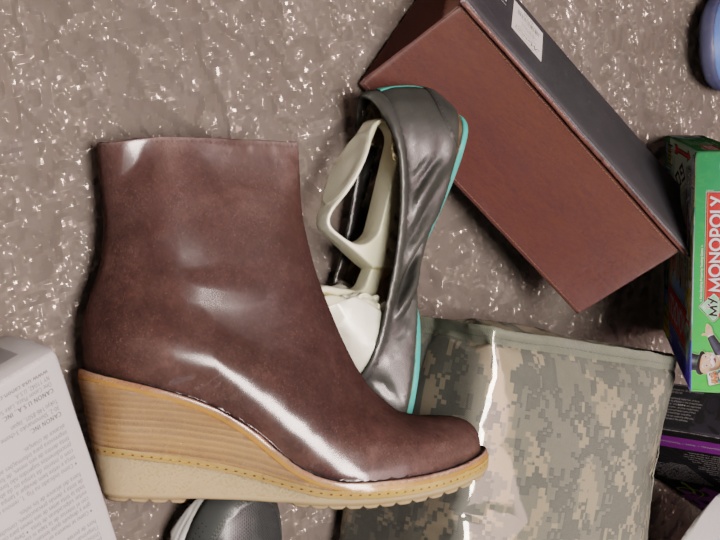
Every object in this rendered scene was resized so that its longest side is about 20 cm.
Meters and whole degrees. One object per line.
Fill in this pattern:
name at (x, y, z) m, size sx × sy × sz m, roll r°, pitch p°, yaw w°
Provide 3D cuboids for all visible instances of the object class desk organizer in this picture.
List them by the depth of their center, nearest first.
desk organizer at (0.094, -0.075, 0.842) m, size 0.200 × 0.077 × 0.072 m, roll 45°, pitch 29°, yaw -22°

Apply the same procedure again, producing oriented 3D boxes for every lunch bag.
lunch bag at (0.094, 0.115, 0.838) m, size 0.199 × 0.117 × 0.166 m, roll 11°, pitch 86°, yaw -40°

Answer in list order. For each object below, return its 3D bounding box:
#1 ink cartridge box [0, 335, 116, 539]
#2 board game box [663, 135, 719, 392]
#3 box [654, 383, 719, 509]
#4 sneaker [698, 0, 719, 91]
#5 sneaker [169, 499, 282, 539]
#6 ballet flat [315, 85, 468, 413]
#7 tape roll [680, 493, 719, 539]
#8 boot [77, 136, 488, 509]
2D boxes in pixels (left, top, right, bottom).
ink cartridge box at (-0.173, 0.152, 0.627) m, size 0.161 × 0.050 × 0.202 m, roll -32°, pitch 120°, yaw -39°
board game box at (0.208, -0.012, 0.918) m, size 0.200 × 0.029 × 0.136 m, roll -46°, pitch 137°, yaw -80°
box at (0.247, 0.124, 0.975) m, size 0.200 × 0.142 × 0.036 m, roll 37°, pitch 68°, yaw -42°
sneaker at (0.310, -0.162, 1.048) m, size 0.199 × 0.082 × 0.075 m, roll -8°, pitch 102°, yaw -42°
sneaker at (-0.051, 0.202, 0.724) m, size 0.074 × 0.084 × 0.202 m, roll 0°, pitch 95°, yaw -46°
ballet flat at (0.000, 0.000, 0.770) m, size 0.068 × 0.068 × 0.202 m, roll 16°, pitch 82°, yaw -33°
tape roll at (0.226, 0.236, 0.922) m, size 0.202 × 0.070 × 0.204 m, roll -37°, pitch 140°, yaw -39°
boot at (-0.030, 0.023, 0.696) m, size 0.198 × 0.072 × 0.168 m, roll 3°, pitch 89°, yaw -17°
